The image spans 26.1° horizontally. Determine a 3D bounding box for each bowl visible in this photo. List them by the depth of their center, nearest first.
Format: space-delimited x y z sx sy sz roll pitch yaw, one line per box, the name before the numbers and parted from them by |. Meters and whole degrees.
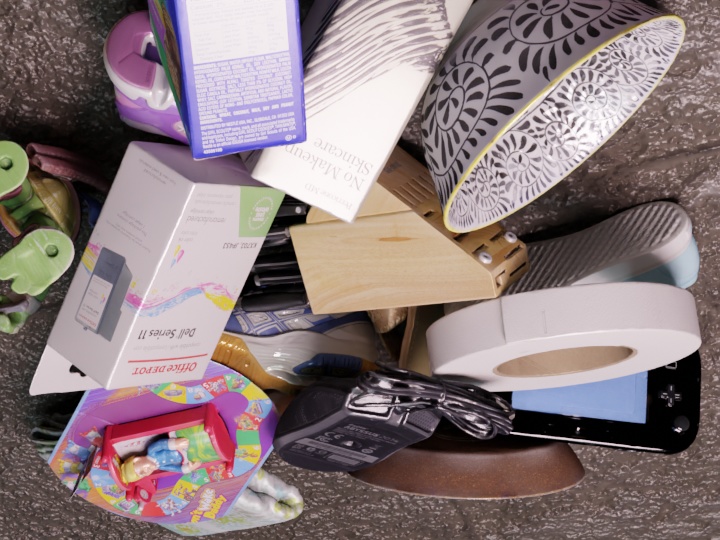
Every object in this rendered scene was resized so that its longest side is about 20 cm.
bowl | 0.107 -0.126 1.016 0.094 0.200 0.201 52 131 15

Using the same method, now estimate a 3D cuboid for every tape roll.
tape roll | 0.147 0.051 1.133 0.202 0.037 0.203 -5 165 -1

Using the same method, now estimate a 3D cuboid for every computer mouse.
computer mouse | 0.010 0.105 1.173 0.138 0.053 0.200 21 150 -32

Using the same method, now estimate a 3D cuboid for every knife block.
knife block | 0.000 0.000 1.134 0.200 0.064 0.176 38 124 12

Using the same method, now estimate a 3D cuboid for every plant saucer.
plant saucer | 0.086 0.148 1.279 0.199 0.200 0.035 2 97 1

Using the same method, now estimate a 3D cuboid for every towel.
towel | -0.172 0.177 1.349 0.200 0.048 0.171 31 154 -26

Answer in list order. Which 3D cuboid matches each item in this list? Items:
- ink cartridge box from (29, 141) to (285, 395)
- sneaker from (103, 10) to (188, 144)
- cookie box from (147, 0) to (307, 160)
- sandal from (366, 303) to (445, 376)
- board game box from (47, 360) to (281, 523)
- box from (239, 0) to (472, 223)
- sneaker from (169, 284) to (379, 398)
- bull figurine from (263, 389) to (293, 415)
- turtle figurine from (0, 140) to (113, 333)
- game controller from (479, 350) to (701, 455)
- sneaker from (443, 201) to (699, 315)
ink cartridge box | -0.143 0.015 1.095 0.067 0.117 0.201 33 107 26
sneaker | -0.083 -0.118 1.076 0.199 0.081 0.089 10 150 -13
cookie box | -0.089 -0.197 0.910 0.075 0.171 0.201 -11 130 -11
sandal | 0.032 0.008 1.214 0.069 0.078 0.212 25 132 22
board game box | -0.155 0.150 1.227 0.157 0.039 0.200 22 128 -17
box | 0.003 -0.139 0.990 0.082 0.068 0.201 23 103 -19
sneaker | -0.084 0.050 1.230 0.199 0.088 0.075 11 140 -16
bull figurine | -0.095 0.099 1.296 0.199 0.065 0.121 24 138 -13
turtle figurine | -0.271 -0.027 1.091 0.199 0.145 0.194 6 179 -14
game controller | 0.175 0.088 1.247 0.199 0.105 0.042 7 171 -4
sneaker | 0.166 0.020 1.190 0.199 0.074 0.082 -18 128 16
